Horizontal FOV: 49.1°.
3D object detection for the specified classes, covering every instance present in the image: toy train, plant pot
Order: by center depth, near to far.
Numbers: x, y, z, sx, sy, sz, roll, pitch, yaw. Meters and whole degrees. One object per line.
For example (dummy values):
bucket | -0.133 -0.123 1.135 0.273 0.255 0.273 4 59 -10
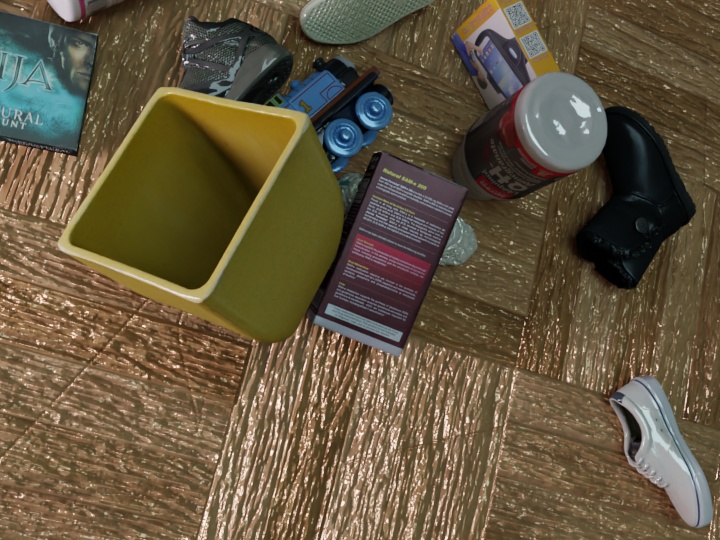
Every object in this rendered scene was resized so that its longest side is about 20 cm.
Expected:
plant pot | -0.129 -0.034 0.789 0.195 0.200 0.195 17 70 30
toy train | -0.051 -0.167 0.907 0.114 0.087 0.200 46 70 -4

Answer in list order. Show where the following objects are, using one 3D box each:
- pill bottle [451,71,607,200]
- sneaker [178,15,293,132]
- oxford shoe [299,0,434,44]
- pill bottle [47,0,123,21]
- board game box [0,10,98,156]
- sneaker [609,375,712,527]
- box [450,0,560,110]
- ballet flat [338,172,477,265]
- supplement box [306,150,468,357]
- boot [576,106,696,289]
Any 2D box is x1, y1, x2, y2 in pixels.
pill bottle | 0.186 -0.145 0.925 0.110 0.200 0.111 3 80 -19
sneaker | -0.181 -0.202 0.876 0.199 0.076 0.114 -45 75 -4
oxford shoe | 0.013 -0.337 0.974 0.200 0.075 0.058 -27 50 -13
pill bottle | -0.252 -0.359 0.850 0.200 0.113 0.114 -33 93 -22
board game box | -0.387 -0.206 0.822 0.199 0.028 0.136 10 79 -18
sneaker | 0.378 0.238 1.011 0.071 0.073 0.201 -21 80 -12
box | 0.197 -0.237 0.987 0.041 0.119 0.200 -28 91 -21
ballet flat | 0.061 -0.059 0.940 0.199 0.072 0.072 22 75 -16
supplement box | 0.028 -0.019 0.874 0.109 0.061 0.201 23 92 -12
boot | 0.342 -0.095 1.038 0.168 0.076 0.200 -41 102 -24
